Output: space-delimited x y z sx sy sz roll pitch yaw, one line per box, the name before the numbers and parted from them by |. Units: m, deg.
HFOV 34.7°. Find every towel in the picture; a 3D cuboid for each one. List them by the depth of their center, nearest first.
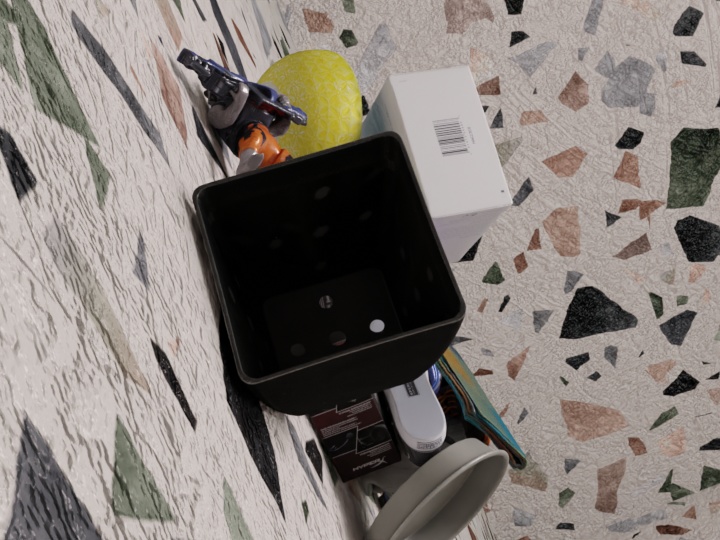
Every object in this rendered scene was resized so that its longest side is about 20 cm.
towel | 0.120 0.134 1.358 0.147 0.022 0.201 47 8 -43

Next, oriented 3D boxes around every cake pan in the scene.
cake pan | 0.081 0.261 1.271 0.037 0.200 0.201 44 -7 26

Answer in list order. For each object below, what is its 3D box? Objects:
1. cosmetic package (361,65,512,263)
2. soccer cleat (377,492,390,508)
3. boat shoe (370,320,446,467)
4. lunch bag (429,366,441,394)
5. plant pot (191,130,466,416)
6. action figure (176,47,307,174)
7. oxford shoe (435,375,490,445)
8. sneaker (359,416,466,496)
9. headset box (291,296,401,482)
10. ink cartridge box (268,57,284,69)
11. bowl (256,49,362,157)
cosmetic package | 0.086 -0.130 1.535 0.200 0.121 0.202 124 -48 -64
soccer cleat | 0.046 0.239 1.488 0.065 0.083 0.202 -57 128 -66
boat shoe | 0.053 0.133 1.297 0.067 0.069 0.201 92 -17 -44
lunch bag | 0.046 0.114 1.762 0.132 0.134 0.202 53 17 -74
plant pot | -0.026 0.024 1.066 0.178 0.197 0.202 82 -11 -62
action figure | -0.140 -0.157 1.284 0.199 0.105 0.195 26 28 -42
oxford shoe | 0.113 0.186 1.422 0.073 0.071 0.200 56 13 -12
sneaker | 0.061 0.221 1.362 0.199 0.074 0.088 -21 -101 56
headset box | -0.029 0.106 1.281 0.149 0.076 0.202 -104 174 -58
ink cartridge box | -0.079 -0.188 1.664 0.146 0.082 0.202 115 -40 -55
bowl | -0.098 -0.194 1.504 0.107 0.200 0.202 2 57 -37
